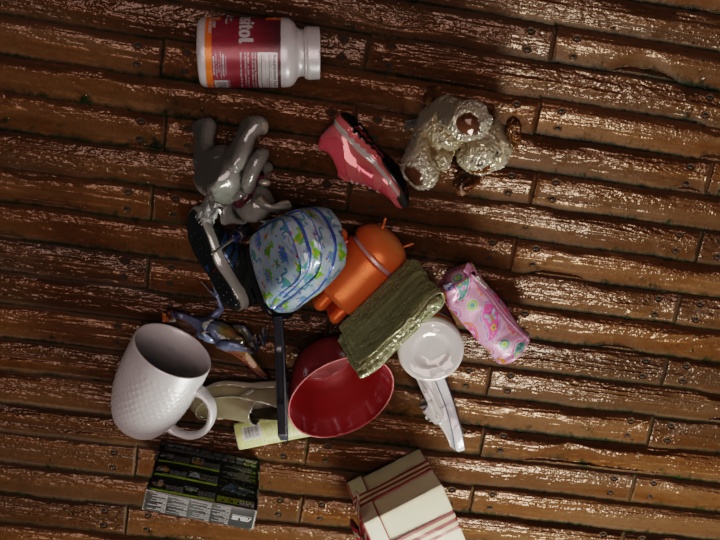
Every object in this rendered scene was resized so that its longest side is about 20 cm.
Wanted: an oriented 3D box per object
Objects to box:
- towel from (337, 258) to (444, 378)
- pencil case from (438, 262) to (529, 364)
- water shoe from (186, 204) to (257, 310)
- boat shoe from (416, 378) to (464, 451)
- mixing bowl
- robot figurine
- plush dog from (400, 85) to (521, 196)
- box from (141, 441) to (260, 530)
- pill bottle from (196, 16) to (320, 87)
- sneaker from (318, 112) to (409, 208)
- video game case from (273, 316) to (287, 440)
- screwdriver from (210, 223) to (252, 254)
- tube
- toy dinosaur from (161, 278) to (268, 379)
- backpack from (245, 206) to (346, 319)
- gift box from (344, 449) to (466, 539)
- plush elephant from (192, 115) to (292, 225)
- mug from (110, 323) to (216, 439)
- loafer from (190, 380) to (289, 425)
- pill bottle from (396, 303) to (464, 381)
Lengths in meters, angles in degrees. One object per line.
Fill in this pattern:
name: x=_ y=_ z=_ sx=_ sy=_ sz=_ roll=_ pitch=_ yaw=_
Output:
towel: x=0.047 y=0.079 z=1.561 sx=0.200 sy=0.149 sz=0.036 roll=-46 pitch=121 yaw=7
pencil case: x=0.225 y=0.076 z=1.703 sx=0.087 sy=0.088 sz=0.200 roll=-38 pitch=105 yaw=7
water shoe: x=-0.239 y=-0.027 z=1.660 sx=0.079 sy=0.071 sz=0.202 roll=-26 pitch=91 yaw=-40
boat shoe: x=0.143 y=0.251 z=1.762 sx=0.065 sy=0.074 sz=0.202 roll=-18 pitch=96 yaw=7
mixing bowl: x=-0.050 y=0.193 z=1.689 sx=0.198 sy=0.109 sz=0.201 roll=-13 pitch=133 yaw=-15
robot figurine: x=0.001 y=0.001 z=1.652 sx=0.200 sy=0.117 sz=0.144 roll=-45 pitch=76 yaw=10
plush dog: x=0.181 y=-0.224 z=1.606 sx=0.171 sy=0.161 sz=0.200 roll=27 pitch=131 yaw=-25
box: x=-0.283 y=0.388 z=1.702 sx=0.198 sy=0.193 sz=0.048 roll=13 pitch=106 yaw=-8
pill bottle: x=-0.166 y=-0.359 z=1.539 sx=0.198 sy=0.113 sz=0.114 roll=-1 pitch=106 yaw=-4
sneaker: x=0.006 y=-0.178 z=1.634 sx=0.087 sy=0.074 sz=0.200 roll=-37 pitch=101 yaw=21
video game case: x=-0.139 y=0.192 z=1.639 sx=0.019 sy=0.143 sz=0.202 roll=-3 pitch=77 yaw=-4
screwdriver: x=-0.223 y=-0.052 z=1.579 sx=0.029 sy=0.200 sz=0.028 roll=36 pitch=107 yaw=4
tube: x=-0.137 y=0.292 z=1.763 sx=0.198 sy=0.052 sz=0.058 roll=-13 pitch=148 yaw=-4
toy dinosaur: x=-0.267 y=0.121 z=1.686 sx=0.180 sy=0.105 sz=0.202 roll=6 pitch=117 yaw=14
backpack: x=-0.108 y=-0.025 z=1.569 sx=0.199 sy=0.153 sz=0.165 roll=-23 pitch=74 yaw=33
gift box: x=0.071 y=0.456 z=1.758 sx=0.185 sy=0.185 sz=0.201 roll=-26 pitch=103 yaw=-5
plush elephant: x=-0.197 y=-0.150 z=1.586 sx=0.163 sy=0.154 sz=0.202 roll=-3 pitch=70 yaw=36
mug: x=-0.347 y=0.222 z=1.667 sx=0.199 sy=0.148 sz=0.176 roll=32 pitch=114 yaw=3
loafer: x=-0.215 y=0.247 z=1.720 sx=0.198 sy=0.069 sz=0.076 roll=-8 pitch=134 yaw=-3
pill bottle: x=0.112 y=0.105 z=1.644 sx=0.113 sy=0.200 sz=0.115 roll=-1 pitch=107 yaw=-3
